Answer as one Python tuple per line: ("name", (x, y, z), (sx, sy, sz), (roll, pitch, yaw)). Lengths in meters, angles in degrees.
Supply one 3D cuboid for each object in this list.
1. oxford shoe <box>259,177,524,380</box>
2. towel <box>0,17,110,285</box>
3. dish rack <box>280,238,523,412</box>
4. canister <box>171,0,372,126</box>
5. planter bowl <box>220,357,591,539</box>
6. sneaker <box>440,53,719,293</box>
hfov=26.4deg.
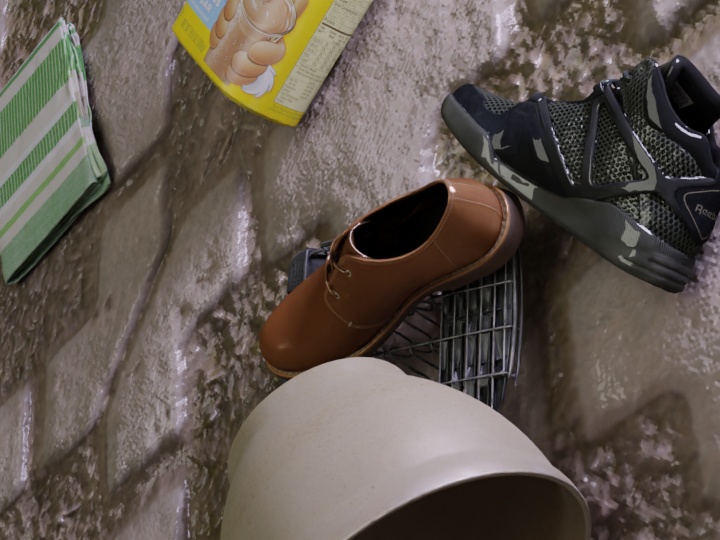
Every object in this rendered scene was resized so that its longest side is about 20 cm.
("oxford shoe", (0.000, 0.000, 0.913), (0.199, 0.071, 0.072), (-37, 53, 30))
("towel", (-0.286, -0.109, 1.376), (0.152, 0.023, 0.202), (-41, 50, 29))
("dish rack", (0.027, 0.042, 0.958), (0.199, 0.054, 0.155), (-15, 66, 41))
("canister", (-0.044, -0.224, 1.116), (0.201, 0.086, 0.149), (-57, 42, 16))
("planter bowl", (0.006, 0.133, 0.826), (0.201, 0.199, 0.135), (-51, 48, 19))
("sneaker", (0.134, -0.080, 0.878), (0.199, 0.076, 0.115), (38, 101, 44))
